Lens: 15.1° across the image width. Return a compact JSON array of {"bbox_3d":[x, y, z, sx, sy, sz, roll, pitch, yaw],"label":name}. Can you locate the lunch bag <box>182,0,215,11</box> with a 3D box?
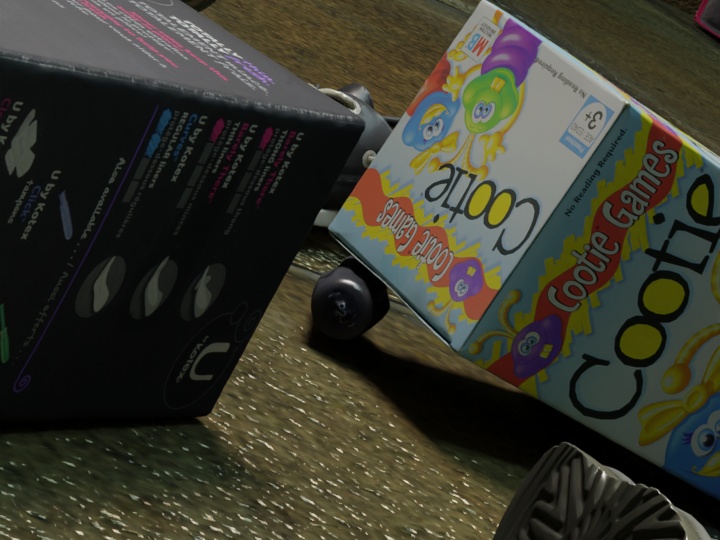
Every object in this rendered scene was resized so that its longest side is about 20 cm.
[{"bbox_3d":[-0.115,-0.186,1.205,0.167,0.140,0.200,20,-10,-8],"label":"lunch bag"}]

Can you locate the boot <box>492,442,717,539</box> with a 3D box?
[{"bbox_3d":[0.140,0.125,0.743,0.199,0.073,0.182,32,12,-12],"label":"boot"}]

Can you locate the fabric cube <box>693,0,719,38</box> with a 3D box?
[{"bbox_3d":[0.560,-0.329,3.308,0.198,0.201,0.196,24,11,-18],"label":"fabric cube"}]

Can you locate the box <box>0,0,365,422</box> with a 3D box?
[{"bbox_3d":[-0.108,-0.033,0.734,0.122,0.107,0.200,34,13,24],"label":"box"}]

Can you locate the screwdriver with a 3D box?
[{"bbox_3d":[0.000,0.000,1.047,0.029,0.028,0.200,55,8,-7],"label":"screwdriver"}]

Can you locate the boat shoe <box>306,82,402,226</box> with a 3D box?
[{"bbox_3d":[-0.008,-0.048,1.126,0.199,0.061,0.074,15,11,-40],"label":"boat shoe"}]

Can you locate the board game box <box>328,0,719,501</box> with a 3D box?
[{"bbox_3d":[0.106,0.004,0.995,0.199,0.103,0.105,29,9,-37],"label":"board game box"}]
